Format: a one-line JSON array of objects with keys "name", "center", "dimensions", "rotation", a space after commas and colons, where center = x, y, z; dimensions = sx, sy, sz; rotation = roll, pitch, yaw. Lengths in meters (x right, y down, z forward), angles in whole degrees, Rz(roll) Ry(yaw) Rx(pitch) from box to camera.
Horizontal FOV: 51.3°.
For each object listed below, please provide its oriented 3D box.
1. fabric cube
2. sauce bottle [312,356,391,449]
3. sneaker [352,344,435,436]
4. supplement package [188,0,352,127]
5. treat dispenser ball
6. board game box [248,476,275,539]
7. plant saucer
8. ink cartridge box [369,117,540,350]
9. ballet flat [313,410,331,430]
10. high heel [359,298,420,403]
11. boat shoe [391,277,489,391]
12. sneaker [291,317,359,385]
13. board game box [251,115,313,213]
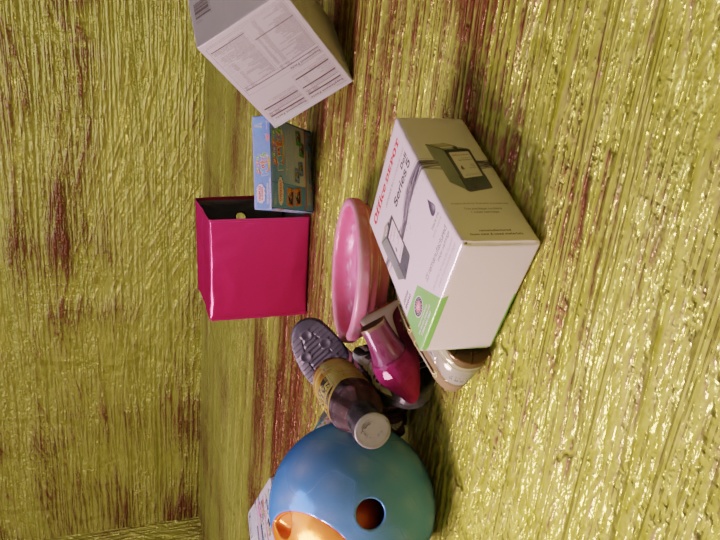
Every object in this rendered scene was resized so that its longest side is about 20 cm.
[{"name": "fabric cube", "center": [-0.220, -0.032, 1.498], "dimensions": [0.200, 0.195, 0.200], "rotation": [-137, 46, -63]}, {"name": "sauce bottle", "center": [-0.011, 0.152, 0.872], "dimensions": [0.200, 0.066, 0.066], "rotation": [-156, 65, -76]}, {"name": "sneaker", "center": [0.050, 0.164, 0.940], "dimensions": [0.200, 0.075, 0.116], "rotation": [-145, 44, -73]}, {"name": "supplement package", "center": [-0.136, -0.357, 1.133], "dimensions": [0.200, 0.150, 0.152], "rotation": [41, -154, -52]}, {"name": "treat dispenser ball", "center": [-0.010, 0.283, 0.903], "dimensions": [0.201, 0.200, 0.202], "rotation": [178, 90, -71]}, {"name": "board game box", "center": [-0.111, 0.392, 1.075], "dimensions": [0.200, 0.064, 0.148], "rotation": [119, 144, -56]}, {"name": "plant saucer", "center": [0.000, 0.000, 1.043], "dimensions": [0.200, 0.051, 0.201], "rotation": [-179, 90, -78]}, {"name": "ink cartridge box", "center": [0.084, -0.041, 0.763], "dimensions": [0.200, 0.084, 0.146], "rotation": [-111, 26, -43]}, {"name": "ballet flat", "center": [-0.032, 0.231, 1.112], "dimensions": [0.200, 0.064, 0.076], "rotation": [-65, -11, -66]}, {"name": "high heel", "center": [0.043, 0.092, 0.897], "dimensions": [0.096, 0.067, 0.200], "rotation": [62, -165, -3]}, {"name": "boat shoe", "center": [0.072, 0.046, 0.828], "dimensions": [0.200, 0.074, 0.067], "rotation": [-111, 32, -44]}, {"name": "sneaker", "center": [-0.036, 0.136, 1.049], "dimensions": [0.200, 0.070, 0.082], "rotation": [58, -177, -24]}, {"name": "board game box", "center": [-0.131, -0.178, 1.301], "dimensions": [0.200, 0.036, 0.152], "rotation": [-8, -83, -75]}]
